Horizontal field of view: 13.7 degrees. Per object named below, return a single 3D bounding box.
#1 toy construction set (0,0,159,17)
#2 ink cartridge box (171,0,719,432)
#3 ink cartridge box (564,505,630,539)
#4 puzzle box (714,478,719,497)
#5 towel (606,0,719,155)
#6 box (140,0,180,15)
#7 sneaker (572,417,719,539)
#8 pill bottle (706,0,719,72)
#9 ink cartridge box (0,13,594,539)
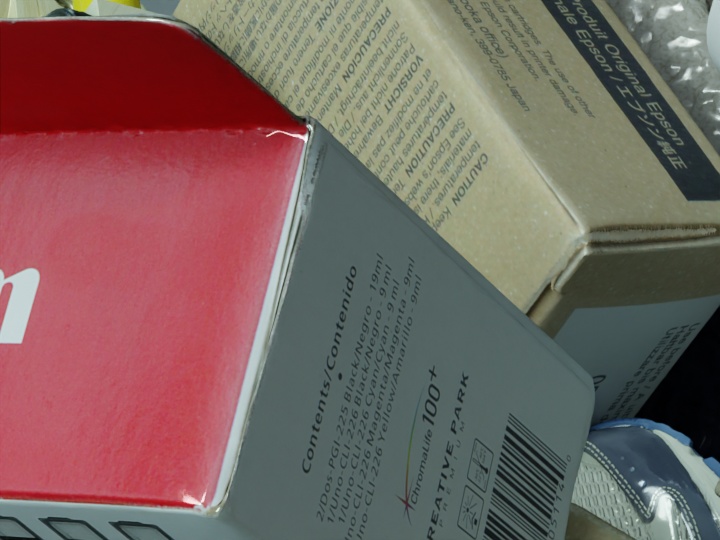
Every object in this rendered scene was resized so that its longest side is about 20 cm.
[{"bbox_3d":[-0.079,0.001,0.793,0.131,0.092,0.200,-46,59,41],"label":"toy construction set"},{"bbox_3d":[0.000,0.000,0.828,0.165,0.075,0.200,58,132,30],"label":"ink cartridge box"},{"bbox_3d":[0.086,0.170,0.656,0.200,0.075,0.165,30,82,12],"label":"ink cartridge box"},{"bbox_3d":[0.185,0.106,0.683,0.200,0.133,0.025,31,87,37],"label":"puzzle box"},{"bbox_3d":[0.037,-0.080,0.907,0.133,0.034,0.200,-35,58,20],"label":"towel"},{"bbox_3d":[-0.155,-0.057,1.025,0.200,0.041,0.156,-1,73,35],"label":"box"},{"bbox_3d":[0.072,0.135,0.745,0.077,0.085,0.200,133,128,-67],"label":"sneaker"},{"bbox_3d":[0.170,-0.012,0.747,0.111,0.111,0.200,-45,55,13],"label":"pill bottle"},{"bbox_3d":[-0.081,0.024,0.620,0.200,0.176,0.084,-1,65,31],"label":"ink cartridge box"}]
